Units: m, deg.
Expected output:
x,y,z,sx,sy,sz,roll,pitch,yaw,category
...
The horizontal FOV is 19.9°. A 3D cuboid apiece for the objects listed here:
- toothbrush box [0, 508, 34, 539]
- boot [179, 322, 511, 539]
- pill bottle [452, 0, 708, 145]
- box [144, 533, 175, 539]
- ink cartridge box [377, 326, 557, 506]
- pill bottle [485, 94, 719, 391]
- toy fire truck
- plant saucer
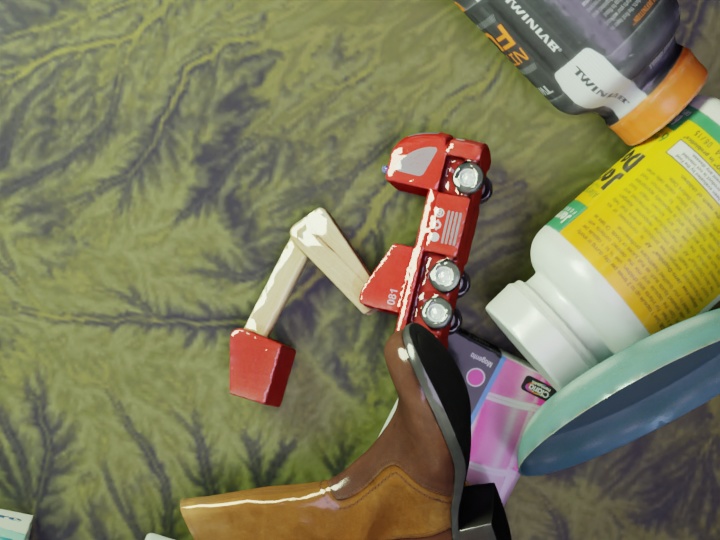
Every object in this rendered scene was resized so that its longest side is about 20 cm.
x,y,z,sx,sy,sz,roll,pitch,yaw,category
-0.269,0.238,1.293,0.085,0.200,0.147,12,95,-6,toothbrush box
-0.020,0.133,1.330,0.200,0.068,0.188,-12,123,14,boot
0.132,-0.173,1.314,0.106,0.106,0.200,-45,97,2,pill bottle
-0.080,0.313,1.304,0.199,0.171,0.200,17,116,-6,box
0.051,0.142,1.386,0.095,0.037,0.200,26,97,-6,ink cartridge box
0.183,-0.011,1.331,0.200,0.113,0.113,-41,98,-1,pill bottle
0.000,0.000,1.349,0.141,0.049,0.200,12,86,12,toy fire truck
0.185,0.073,1.314,0.200,0.200,0.027,-27,74,0,plant saucer
